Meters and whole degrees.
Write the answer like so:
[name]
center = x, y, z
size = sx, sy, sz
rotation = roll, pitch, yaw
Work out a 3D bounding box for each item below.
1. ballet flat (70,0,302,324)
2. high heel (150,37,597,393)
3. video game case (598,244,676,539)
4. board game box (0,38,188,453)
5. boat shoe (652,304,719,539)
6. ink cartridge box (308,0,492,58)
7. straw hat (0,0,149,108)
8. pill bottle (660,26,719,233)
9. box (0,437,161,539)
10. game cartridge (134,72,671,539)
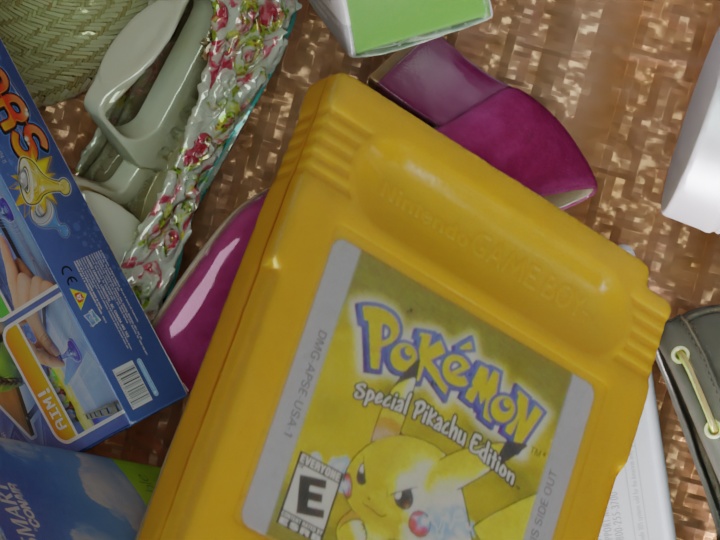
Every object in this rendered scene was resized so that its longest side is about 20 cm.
[ballet flat]
center = -0.093, -0.044, 1.029
size = 0.076, 0.064, 0.200
rotation = 22, 87, 41
[high heel]
center = 0.000, 0.000, 1.024
size = 0.096, 0.067, 0.200
rotation = 41, 71, 8
[video game case]
center = 0.036, 0.101, 1.062
size = 0.181, 0.023, 0.201
rotation = -9, 94, 1
[board game box]
center = -0.163, -0.012, 1.009
size = 0.135, 0.034, 0.200
rotation = -28, 89, 43
[boat shoe]
center = 0.162, 0.111, 1.037
size = 0.060, 0.072, 0.202
rotation = -11, 88, 1
[ink cartridge box]
center = -0.007, -0.192, 0.965
size = 0.059, 0.104, 0.200
rotation = -16, 120, -10
[straw hat]
center = -0.150, -0.163, 1.019
size = 0.200, 0.085, 0.202
rotation = 0, 93, 0
[pill bottle]
center = 0.224, -0.029, 1.007
size = 0.200, 0.113, 0.113
rotation = 19, 93, 1
[box]
center = -0.081, 0.120, 0.942
size = 0.048, 0.200, 0.122
rotation = -52, 53, 18
[game cartridge]
center = 0.023, 0.054, 0.966
size = 0.176, 0.032, 0.200
rotation = 30, 68, -26
